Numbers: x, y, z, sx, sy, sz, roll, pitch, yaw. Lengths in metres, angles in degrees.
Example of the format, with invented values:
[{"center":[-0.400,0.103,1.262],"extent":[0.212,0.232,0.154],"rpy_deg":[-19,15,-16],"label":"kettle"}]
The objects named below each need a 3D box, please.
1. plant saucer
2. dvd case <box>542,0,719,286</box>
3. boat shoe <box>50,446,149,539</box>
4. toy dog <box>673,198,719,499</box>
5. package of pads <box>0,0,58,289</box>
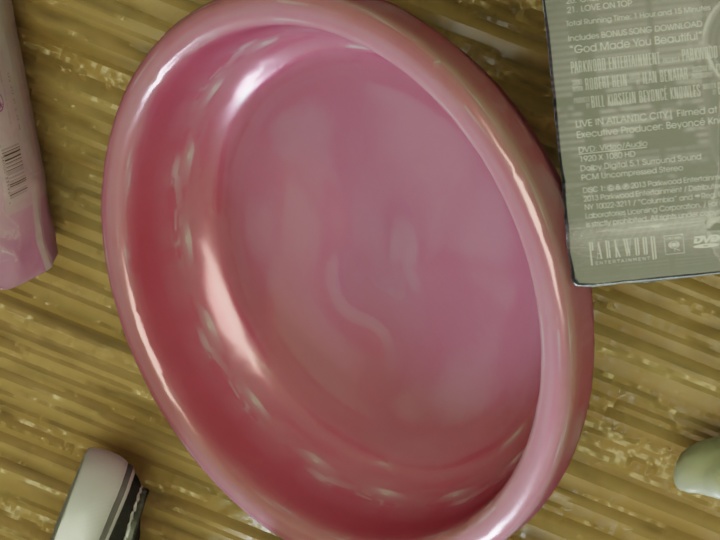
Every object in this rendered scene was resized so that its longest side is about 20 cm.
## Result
[{"center":[0.000,0.000,0.777],"extent":[0.200,0.051,0.201],"rpy_deg":[18,119,35],"label":"plant saucer"},{"center":[0.124,-0.101,0.671],"extent":[0.148,0.016,0.201],"rpy_deg":[-6,94,12],"label":"dvd case"},{"center":[-0.096,0.162,0.859],"extent":[0.066,0.070,0.201],"rpy_deg":[14,106,-3],"label":"boat shoe"},{"center":[0.181,-0.018,0.738],"extent":[0.193,0.140,0.201],"rpy_deg":[-4,102,3],"label":"toy dog"},{"center":[-0.181,-0.086,0.806],"extent":[0.120,0.076,0.201],"rpy_deg":[-7,102,12],"label":"package of pads"}]
